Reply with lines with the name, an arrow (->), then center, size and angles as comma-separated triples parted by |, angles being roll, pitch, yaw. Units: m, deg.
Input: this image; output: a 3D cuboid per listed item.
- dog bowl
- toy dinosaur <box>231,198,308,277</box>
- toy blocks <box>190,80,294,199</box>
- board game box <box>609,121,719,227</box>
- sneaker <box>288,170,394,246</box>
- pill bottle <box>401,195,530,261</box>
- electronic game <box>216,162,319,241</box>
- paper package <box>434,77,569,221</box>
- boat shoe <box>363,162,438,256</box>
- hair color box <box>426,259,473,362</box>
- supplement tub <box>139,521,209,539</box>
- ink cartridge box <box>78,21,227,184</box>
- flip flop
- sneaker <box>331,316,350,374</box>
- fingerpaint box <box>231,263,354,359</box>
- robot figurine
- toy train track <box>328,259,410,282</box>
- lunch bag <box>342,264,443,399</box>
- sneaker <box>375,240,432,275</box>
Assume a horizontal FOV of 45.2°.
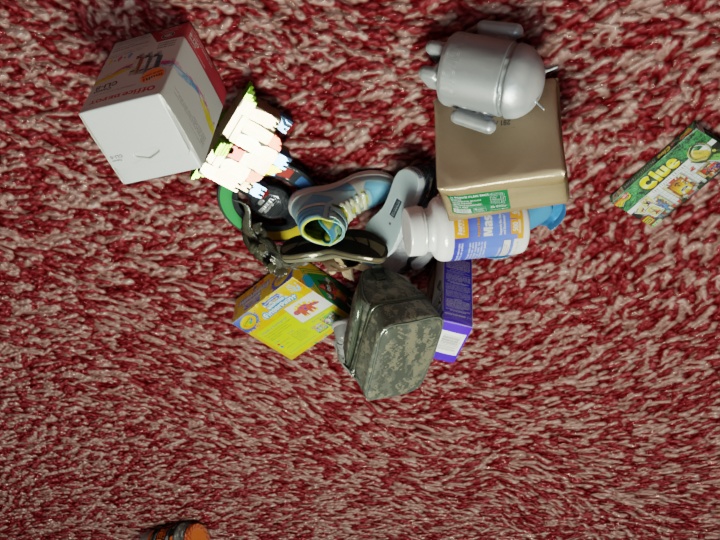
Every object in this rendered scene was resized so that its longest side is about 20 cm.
dog bowl -> 0.278, -0.099, 1.566 | 0.111, 0.050, 0.200 | 34, 131, -26
toy dinosaur -> -0.183, -0.047, 1.602 | 0.200, 0.077, 0.102 | 40, 167, -20
toy blocks -> -0.180, -0.205, 1.469 | 0.136, 0.100, 0.200 | 26, 111, -25
board game box -> 0.538, -0.161, 1.491 | 0.104, 0.024, 0.200 | 27, 133, -17
sneaker -> -0.022, -0.102, 1.517 | 0.199, 0.131, 0.080 | -17, 128, 0
pill bottle -> 0.174, -0.074, 1.457 | 0.199, 0.112, 0.112 | -6, 137, -9
electronic game -> -0.166, -0.128, 1.593 | 0.199, 0.042, 0.201 | 4, 137, 3
paper package -> 0.223, -0.190, 1.368 | 0.199, 0.192, 0.104 | -7, 150, 14
boat shoe -> 0.079, -0.102, 1.535 | 0.071, 0.091, 0.201 | 45, 127, 20
hair color box -> 0.166, 0.059, 1.632 | 0.064, 0.201, 0.110 | 15, 135, -6
supplement tub -> -0.553, 0.817, 2.566 | 0.199, 0.123, 0.123 | -21, 130, 25
ink cartridge box -> -0.319, -0.261, 1.357 | 0.145, 0.201, 0.145 | -10, 134, 16
flip flop -> -0.046, -0.027, 1.533 | 0.199, 0.081, 0.058 | -3, 125, 16
sneaker -> -0.013, 0.148, 1.746 | 0.074, 0.082, 0.200 | -16, 156, -6
fingerpaint box -> -0.137, 0.077, 1.780 | 0.167, 0.074, 0.200 | 34, 129, -27
robot figurine -> 0.191, -0.293, 1.304 | 0.199, 0.171, 0.113 | 15, -176, 20
toy train track -> 0.000, 0.000, 1.632 | 0.199, 0.033, 0.115 | 20, 143, 26
lunch bag -> 0.042, 0.111, 1.570 | 0.139, 0.168, 0.201 | -8, 132, -24
sneaker -> 0.048, -0.032, 1.650 | 0.115, 0.075, 0.200 | 36, 136, -15
